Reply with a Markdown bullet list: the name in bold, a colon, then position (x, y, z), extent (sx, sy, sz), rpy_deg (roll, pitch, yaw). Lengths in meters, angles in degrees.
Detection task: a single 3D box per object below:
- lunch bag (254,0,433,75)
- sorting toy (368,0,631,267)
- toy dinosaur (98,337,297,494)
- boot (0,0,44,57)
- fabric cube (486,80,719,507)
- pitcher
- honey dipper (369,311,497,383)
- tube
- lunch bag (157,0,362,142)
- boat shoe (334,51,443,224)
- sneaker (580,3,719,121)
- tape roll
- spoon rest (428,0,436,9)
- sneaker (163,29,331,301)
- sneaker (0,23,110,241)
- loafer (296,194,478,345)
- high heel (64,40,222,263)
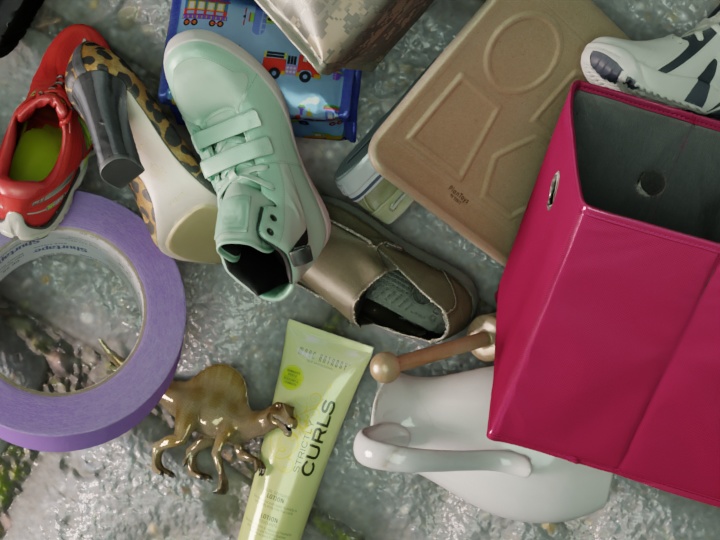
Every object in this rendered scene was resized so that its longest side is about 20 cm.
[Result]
- **lunch bag**: position (-0.024, -0.266, 1.004), extent (0.200, 0.117, 0.164), rpy_deg (48, 114, 10)
- **sorting toy**: position (0.120, -0.122, 1.079), extent (0.185, 0.036, 0.201), rpy_deg (33, 99, -37)
- **toy dinosaur**: position (-0.136, 0.124, 1.173), extent (0.198, 0.058, 0.102), rpy_deg (16, 90, 23)
- **boot**: position (-0.312, -0.296, 1.128), extent (0.168, 0.076, 0.201), rpy_deg (35, 105, -2)
- **fabric cube**: position (0.212, 0.014, 1.005), extent (0.198, 0.197, 0.201), rpy_deg (16, 123, -3)
- **pitcher**: position (0.096, 0.135, 1.081), extent (0.198, 0.172, 0.123), rpy_deg (9, 102, 6)
- **honey dipper**: position (0.068, 0.058, 1.066), extent (0.038, 0.199, 0.038), rpy_deg (4, 97, 35)
- **tube**: position (-0.054, 0.147, 1.164), extent (0.058, 0.052, 0.202), rpy_deg (16, 94, -30)
- **lunch bag**: position (-0.069, -0.215, 1.116), extent (0.149, 0.094, 0.202), rpy_deg (6, 83, 4)
- **boat shoe**: position (0.066, -0.122, 1.117), extent (0.062, 0.072, 0.200), rpy_deg (41, 107, -18)
- **sneaker**: position (0.267, -0.180, 1.062), extent (0.197, 0.079, 0.131), rpy_deg (13, 89, -11)
- **tape roll**: position (-0.240, 0.040, 1.120), extent (0.198, 0.066, 0.202), rpy_deg (3, 73, -9)
- **spoon rest**: position (0.023, -0.297, 1.088), extent (0.060, 0.099, 0.202), rpy_deg (4, 105, 51)
- **sneaker**: position (-0.087, -0.074, 1.019), extent (0.073, 0.118, 0.201), rpy_deg (-23, 111, 21)
- **sneaker**: position (-0.236, -0.120, 1.102), extent (0.076, 0.085, 0.202), rpy_deg (13, 60, -3)
- **loafer**: position (0.000, 0.000, 1.122), extent (0.198, 0.070, 0.076), rpy_deg (22, 114, 3)
- **high heel**: position (-0.157, -0.093, 1.108), extent (0.071, 0.200, 0.143), rpy_deg (-29, 56, 11)
